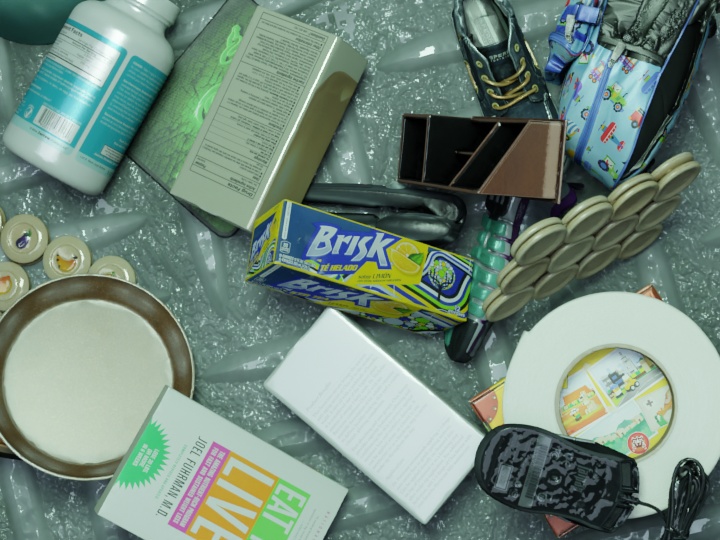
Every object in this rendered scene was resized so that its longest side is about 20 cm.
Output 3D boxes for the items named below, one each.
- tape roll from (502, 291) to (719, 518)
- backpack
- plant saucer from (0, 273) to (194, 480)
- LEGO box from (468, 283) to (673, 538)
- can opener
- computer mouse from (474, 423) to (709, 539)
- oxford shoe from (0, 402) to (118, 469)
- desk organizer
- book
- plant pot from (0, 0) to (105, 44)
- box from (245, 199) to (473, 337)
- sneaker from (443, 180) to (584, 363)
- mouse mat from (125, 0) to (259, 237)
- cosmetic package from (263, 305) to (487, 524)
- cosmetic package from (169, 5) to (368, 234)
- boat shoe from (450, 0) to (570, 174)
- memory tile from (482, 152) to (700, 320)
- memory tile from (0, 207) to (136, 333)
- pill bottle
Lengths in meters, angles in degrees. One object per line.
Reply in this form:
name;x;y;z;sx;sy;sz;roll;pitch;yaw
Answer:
tape roll;0.225;0.118;1.380;0.202;0.037;0.204;0;87;7
backpack;0.232;-0.177;1.408;0.134;0.183;0.201;23;93;8
plant saucer;-0.259;0.103;1.486;0.199;0.034;0.201;3;74;-10
LEGO box;0.223;0.129;1.437;0.200;0.077;0.149;-33;83;4
can opener;0.005;-0.058;1.489;0.199;0.079;0.064;10;79;21
computer mouse;0.190;0.211;1.343;0.199;0.046;0.141;11;93;3
oxford shoe;-0.327;0.150;1.516;0.199;0.071;0.072;10;80;-3
desk organizer;0.104;-0.104;1.394;0.077;0.200;0.072;3;95;-19
book;-0.129;0.213;1.460;0.200;0.048;0.134;30;85;-13
plant pot;-0.332;-0.332;1.499;0.200;0.161;0.201;0;86;8
box;0.000;0.000;1.427;0.199;0.070;0.065;17;67;-23
sneaker;0.147;0.001;1.463;0.087;0.074;0.201;16;102;-20
mouse mat;-0.127;-0.153;1.538;0.161;0.008;0.200;41;91;8
cosmetic package;0.019;0.134;1.466;0.200;0.071;0.102;41;92;8
cosmetic package;-0.086;-0.137;1.480;0.105;0.071;0.201;27;91;28
boat shoe;0.136;-0.177;1.463;0.071;0.091;0.201;-26;83;5
memory tile;0.203;-0.029;1.382;0.200;0.153;0.017;-24;67;-22
memory tile;-0.331;0.027;1.546;0.199;0.017;0.154;23;89;9
pill bottle;-0.252;-0.181;1.503;0.111;0.111;0.200;30;90;8
